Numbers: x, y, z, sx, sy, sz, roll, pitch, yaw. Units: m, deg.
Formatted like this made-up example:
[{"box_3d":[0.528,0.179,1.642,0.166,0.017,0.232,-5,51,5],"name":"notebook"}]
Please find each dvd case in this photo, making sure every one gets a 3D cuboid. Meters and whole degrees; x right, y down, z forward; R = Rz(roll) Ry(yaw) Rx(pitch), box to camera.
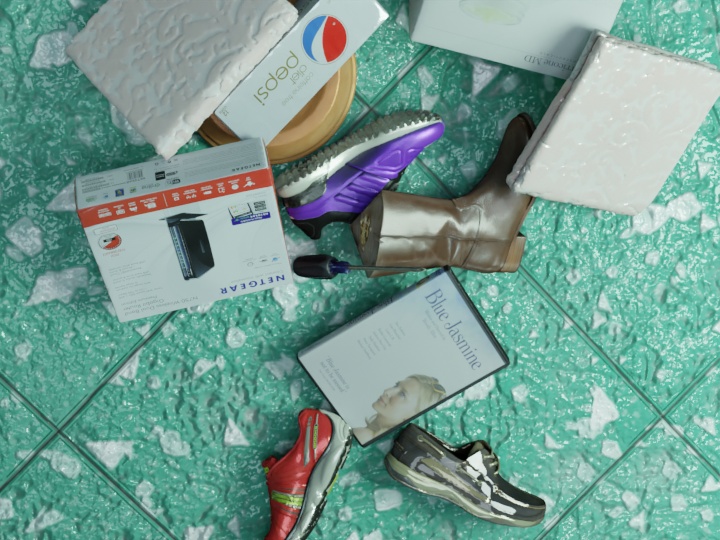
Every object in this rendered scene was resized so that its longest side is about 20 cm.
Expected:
[{"box_3d":[0.048,0.098,1.506,0.199,0.018,0.143,-31,114,11],"name":"dvd case"}]

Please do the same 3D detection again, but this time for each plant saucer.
[{"box_3d":[-0.100,-0.213,1.459,0.197,0.037,0.203,-1,100,-7],"name":"plant saucer"}]

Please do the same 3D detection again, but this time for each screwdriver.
[{"box_3d":[0.000,0.000,1.442,0.028,0.199,0.029,-55,129,-27],"name":"screwdriver"}]

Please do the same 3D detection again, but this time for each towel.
[{"box_3d":[0.272,-0.150,1.437,0.198,0.032,0.192,8,122,-36],"name":"towel"},{"box_3d":[-0.187,-0.241,1.397,0.200,0.032,0.191,-47,63,2],"name":"towel"}]

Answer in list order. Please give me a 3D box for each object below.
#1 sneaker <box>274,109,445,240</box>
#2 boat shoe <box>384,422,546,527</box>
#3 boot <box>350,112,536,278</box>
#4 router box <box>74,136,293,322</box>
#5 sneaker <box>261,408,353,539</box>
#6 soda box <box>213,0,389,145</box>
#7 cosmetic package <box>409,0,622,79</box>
[{"box_3d":[0.010,-0.099,1.481,0.198,0.070,0.100,-27,109,1],"name":"sneaker"},{"box_3d":[0.127,0.231,1.542,0.198,0.075,0.074,22,97,-11],"name":"boat shoe"},{"box_3d":[0.091,-0.082,1.465,0.198,0.064,0.189,1,102,-22],"name":"boot"},{"box_3d":[-0.180,-0.040,1.423,0.198,0.049,0.181,-13,139,-3],"name":"router box"},{"box_3d":[-0.079,0.247,1.534,0.084,0.077,0.202,27,95,10],"name":"sneaker"},{"box_3d":[-0.067,-0.220,1.405,0.200,0.064,0.068,-46,115,3],"name":"soda box"},{"box_3d":[0.169,-0.323,1.387,0.197,0.124,0.201,12,130,-8],"name":"cosmetic package"}]
